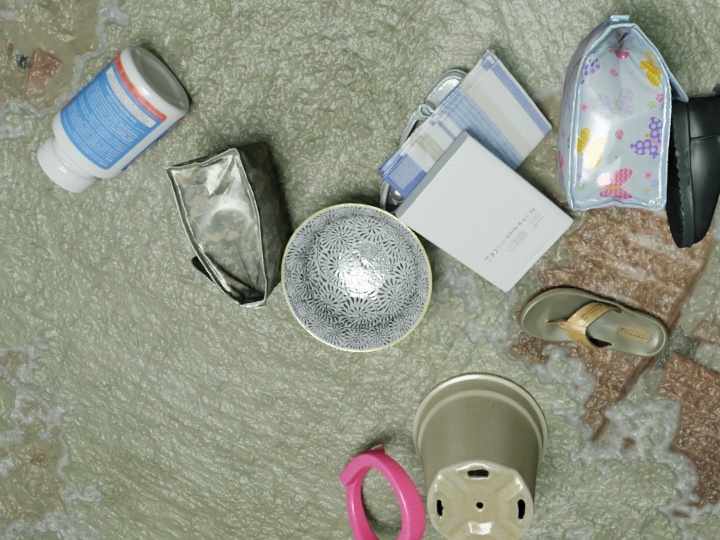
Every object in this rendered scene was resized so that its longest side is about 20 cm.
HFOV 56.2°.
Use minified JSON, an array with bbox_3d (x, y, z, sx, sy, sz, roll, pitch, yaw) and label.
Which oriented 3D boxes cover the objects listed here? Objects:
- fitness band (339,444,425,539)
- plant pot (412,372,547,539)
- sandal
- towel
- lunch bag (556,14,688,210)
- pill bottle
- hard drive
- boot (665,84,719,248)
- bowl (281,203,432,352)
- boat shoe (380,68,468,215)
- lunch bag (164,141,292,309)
[{"bbox_3d":[0.026,0.339,0.971,0.144,0.037,0.200,63,146,26],"label":"fitness band"},{"bbox_3d":[0.161,0.270,0.917,0.199,0.184,0.202,3,106,10],"label":"plant pot"},{"bbox_3d":[0.314,0.076,0.901,0.198,0.054,0.081,14,108,6],"label":"sandal"},{"bbox_3d":[0.133,-0.154,0.843,0.147,0.024,0.200,37,102,-31],"label":"towel"},{"bbox_3d":[0.290,-0.181,0.769,0.126,0.170,0.202,-1,105,12],"label":"lunch bag"},{"bbox_3d":[-0.338,-0.196,0.907,0.199,0.112,0.113,-35,98,16],"label":"pill bottle"},{"bbox_3d":[0.160,-0.069,0.859,0.199,0.027,0.132,31,111,-27],"label":"hard drive"},{"bbox_3d":[0.454,-0.133,0.810,0.161,0.073,0.200,-8,104,9],"label":"boot"},{"bbox_3d":[0.000,0.000,0.914,0.199,0.094,0.202,3,106,9],"label":"bowl"},{"bbox_3d":[0.085,-0.160,0.867,0.074,0.065,0.203,33,109,-1],"label":"boat shoe"},{"bbox_3d":[-0.158,-0.057,0.888,0.117,0.164,0.201,-15,103,8],"label":"lunch bag"}]
